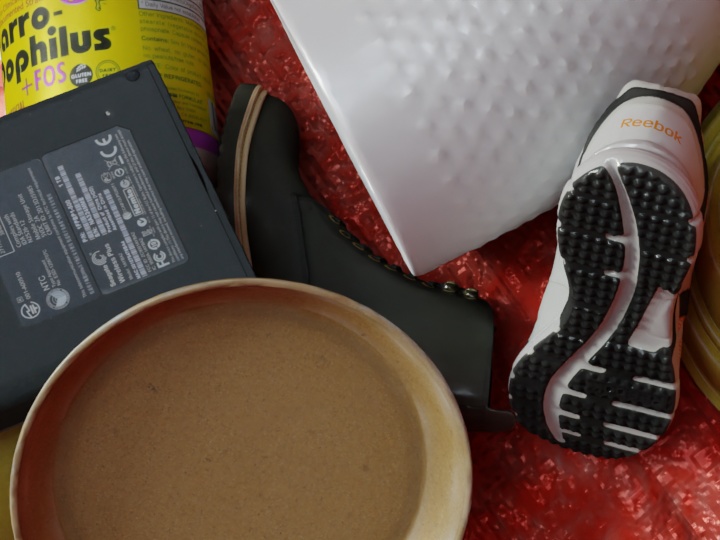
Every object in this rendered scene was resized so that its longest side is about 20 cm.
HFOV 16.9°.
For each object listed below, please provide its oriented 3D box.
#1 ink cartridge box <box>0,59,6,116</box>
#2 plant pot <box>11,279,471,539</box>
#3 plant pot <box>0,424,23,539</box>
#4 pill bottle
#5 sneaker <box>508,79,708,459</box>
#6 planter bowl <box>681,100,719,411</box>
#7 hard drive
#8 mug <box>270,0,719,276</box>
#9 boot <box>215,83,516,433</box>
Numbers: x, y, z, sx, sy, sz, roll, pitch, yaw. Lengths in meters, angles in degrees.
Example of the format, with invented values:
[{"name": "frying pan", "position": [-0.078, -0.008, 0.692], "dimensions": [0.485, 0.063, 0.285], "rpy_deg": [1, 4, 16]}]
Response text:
[{"name": "ink cartridge box", "position": [-0.219, -0.062, 1.272], "dimensions": [0.109, 0.050, 0.200], "rpy_deg": [6, 84, 28]}, {"name": "plant pot", "position": [-0.052, 0.092, 1.060], "dimensions": [0.200, 0.200, 0.027], "rpy_deg": [-46, 21, 12]}, {"name": "plant pot", "position": [-0.204, 0.084, 1.155], "dimensions": [0.142, 0.200, 0.200], "rpy_deg": [-48, 63, 7]}, {"name": "pill bottle", "position": [-0.130, -0.125, 1.211], "dimensions": [0.104, 0.104, 0.200], "rpy_deg": [-15, 73, 24]}, {"name": "sneaker", "position": [0.114, 0.004, 1.042], "dimensions": [0.074, 0.200, 0.080], "rpy_deg": [17, 48, 5]}, {"name": "planter bowl", "position": [0.208, -0.019, 1.029], "dimensions": [0.200, 0.083, 0.201], "rpy_deg": [-5, 78, 25]}, {"name": "hard drive", "position": [-0.160, -0.001, 1.090], "dimensions": [0.200, 0.033, 0.140], "rpy_deg": [-22, 65, -9]}, {"name": "mug", "position": [0.057, -0.123, 1.086], "dimensions": [0.175, 0.148, 0.200], "rpy_deg": [-27, 70, 0]}, {"name": "boot", "position": [0.000, 0.000, 1.151], "dimensions": [0.138, 0.077, 0.200], "rpy_deg": [-2, 59, 1]}]
